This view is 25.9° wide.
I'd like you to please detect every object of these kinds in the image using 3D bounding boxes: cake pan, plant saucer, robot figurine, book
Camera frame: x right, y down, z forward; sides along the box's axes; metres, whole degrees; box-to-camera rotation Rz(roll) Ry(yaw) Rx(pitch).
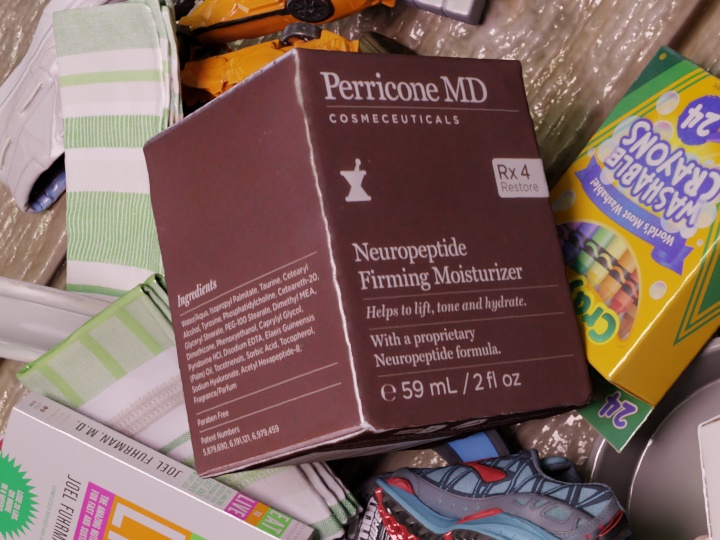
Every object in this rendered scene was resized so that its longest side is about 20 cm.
[{"bbox_3d":[0.216,0.135,0.851,0.200,0.037,0.201,-8,75,33],"label":"cake pan"},{"bbox_3d":[-0.203,0.043,1.066,0.200,0.200,0.050,9,82,36],"label":"plant saucer"},{"bbox_3d":[-0.075,-0.143,1.034,0.200,0.058,0.145,-9,62,33],"label":"robot figurine"},{"bbox_3d":[-0.138,0.173,0.988,0.200,0.048,0.134,24,119,10],"label":"book"}]

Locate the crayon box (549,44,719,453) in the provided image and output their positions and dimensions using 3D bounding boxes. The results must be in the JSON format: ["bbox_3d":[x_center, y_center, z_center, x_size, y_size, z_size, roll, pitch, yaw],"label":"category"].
[{"bbox_3d":[0.160,-0.015,0.890,0.200,0.052,0.126,-54,41,8],"label":"crayon box"}]

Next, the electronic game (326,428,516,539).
[{"bbox_3d":[0.019,0.166,0.981,0.200,0.042,0.201,-8,75,34],"label":"electronic game"}]

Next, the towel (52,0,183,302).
[{"bbox_3d":[-0.160,-0.075,1.031,0.152,0.023,0.201,4,99,52],"label":"towel"}]

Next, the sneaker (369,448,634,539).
[{"bbox_3d":[0.080,0.142,0.869,0.200,0.095,0.079,9,125,64],"label":"sneaker"}]

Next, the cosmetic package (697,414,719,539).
[{"bbox_3d":[0.264,0.113,0.724,0.071,0.200,0.105,136,135,-68],"label":"cosmetic package"}]

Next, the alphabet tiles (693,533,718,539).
[{"bbox_3d":[0.242,0.181,0.744,0.200,0.015,0.196,39,69,-2],"label":"alphabet tiles"}]

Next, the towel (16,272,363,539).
[{"bbox_3d":[-0.111,0.111,0.980,0.149,0.031,0.200,-34,102,34],"label":"towel"}]

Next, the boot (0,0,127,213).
[{"bbox_3d":[-0.218,-0.136,1.208,0.200,0.073,0.096,-50,62,26],"label":"boot"}]

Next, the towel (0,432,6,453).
[{"bbox_3d":[-0.196,0.199,1.055,0.144,0.023,0.200,-31,104,32],"label":"towel"}]

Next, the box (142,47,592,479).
[{"bbox_3d":[0.000,0.000,0.875,0.164,0.166,0.200,-23,75,51],"label":"box"}]

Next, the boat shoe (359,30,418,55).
[{"bbox_3d":[0.046,-0.074,1.003,0.068,0.072,0.200,-54,49,19],"label":"boat shoe"}]

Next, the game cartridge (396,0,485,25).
[{"bbox_3d":[0.055,-0.273,1.040,0.129,0.038,0.200,20,92,15],"label":"game cartridge"}]
